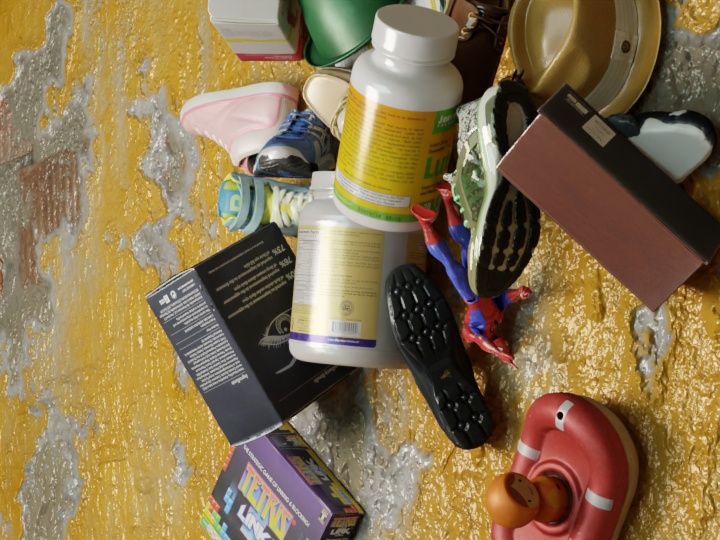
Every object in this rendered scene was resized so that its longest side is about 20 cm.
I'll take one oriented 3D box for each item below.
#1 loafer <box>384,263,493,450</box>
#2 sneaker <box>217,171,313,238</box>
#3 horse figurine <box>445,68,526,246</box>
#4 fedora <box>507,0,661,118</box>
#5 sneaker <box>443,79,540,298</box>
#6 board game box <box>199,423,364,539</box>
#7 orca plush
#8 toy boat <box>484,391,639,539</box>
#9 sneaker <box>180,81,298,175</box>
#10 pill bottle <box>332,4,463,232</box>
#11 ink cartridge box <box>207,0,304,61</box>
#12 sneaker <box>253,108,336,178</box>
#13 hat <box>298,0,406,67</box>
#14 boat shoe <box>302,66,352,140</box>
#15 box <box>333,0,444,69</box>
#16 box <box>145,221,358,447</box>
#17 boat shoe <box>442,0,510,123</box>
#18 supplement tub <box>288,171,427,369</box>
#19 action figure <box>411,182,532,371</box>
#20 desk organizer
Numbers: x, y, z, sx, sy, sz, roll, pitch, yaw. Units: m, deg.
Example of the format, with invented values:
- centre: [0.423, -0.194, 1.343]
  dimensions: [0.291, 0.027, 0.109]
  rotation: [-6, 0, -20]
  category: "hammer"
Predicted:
- centre: [0.076, 0.090, 1.564]
  dimensions: [0.070, 0.068, 0.202]
  rotation: [137, 108, -83]
  category: "loafer"
- centre: [-0.090, -0.069, 1.756]
  dimensions: [0.199, 0.130, 0.081]
  rotation: [5, 88, 49]
  category: "sneaker"
- centre: [0.124, -0.097, 1.515]
  dimensions: [0.200, 0.049, 0.134]
  rotation: [133, 122, -63]
  category: "horse figurine"
- centre: [0.199, -0.228, 1.476]
  dimensions: [0.200, 0.081, 0.203]
  rotation: [-7, 81, 49]
  category: "fedora"
- centre: [0.116, -0.074, 1.425]
  dimensions: [0.088, 0.076, 0.203]
  rotation: [-3, 79, 51]
  category: "sneaker"
- centre: [-0.097, 0.290, 1.784]
  dimensions: [0.200, 0.056, 0.167]
  rotation: [43, 118, 42]
  category: "board game box"
- centre: [0.258, -0.107, 1.435]
  dimensions: [0.105, 0.071, 0.200]
  rotation: [38, 138, -6]
  category: "orca plush"
- centre: [0.171, 0.213, 1.428]
  dimensions: [0.130, 0.130, 0.202]
  rotation: [31, 109, 45]
  category: "toy boat"
- centre: [-0.157, -0.165, 1.884]
  dimensions: [0.199, 0.075, 0.106]
  rotation: [-6, 76, 44]
  category: "sneaker"
- centre: [0.039, -0.150, 1.481]
  dimensions: [0.111, 0.110, 0.202]
  rotation: [42, 132, 43]
  category: "pill bottle"
- centre: [-0.115, -0.333, 1.762]
  dimensions: [0.082, 0.200, 0.147]
  rotation: [3, 87, 6]
  category: "ink cartridge box"
- centre: [-0.074, -0.142, 1.705]
  dimensions: [0.075, 0.200, 0.078]
  rotation: [3, 98, 9]
  category: "sneaker"
- centre: [-0.055, -0.347, 1.672]
  dimensions: [0.165, 0.176, 0.200]
  rotation: [-42, 26, 7]
  category: "hat"
- centre: [0.004, -0.162, 1.641]
  dimensions: [0.199, 0.069, 0.074]
  rotation: [34, 117, 30]
  category: "boat shoe"
- centre: [0.040, -0.237, 1.686]
  dimensions: [0.199, 0.049, 0.083]
  rotation: [-26, 67, 45]
  category: "box"
- centre: [-0.120, 0.071, 1.711]
  dimensions: [0.104, 0.148, 0.201]
  rotation: [-27, 92, 45]
  category: "box"
- centre: [0.116, -0.247, 1.543]
  dimensions: [0.068, 0.071, 0.202]
  rotation: [140, 144, -61]
  category: "boat shoe"
- centre: [0.000, 0.000, 1.635]
  dimensions: [0.145, 0.144, 0.203]
  rotation: [4, 88, 49]
  category: "supplement tub"
- centre: [0.125, 0.017, 1.492]
  dimensions: [0.099, 0.065, 0.201]
  rotation: [24, 147, 47]
  category: "action figure"
- centre: [0.225, -0.065, 1.368]
  dimensions: [0.200, 0.072, 0.077]
  rotation: [43, 128, 4]
  category: "desk organizer"
